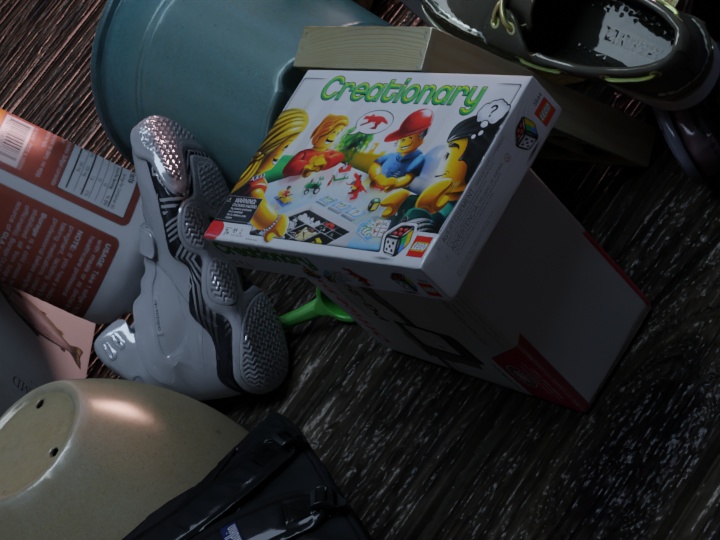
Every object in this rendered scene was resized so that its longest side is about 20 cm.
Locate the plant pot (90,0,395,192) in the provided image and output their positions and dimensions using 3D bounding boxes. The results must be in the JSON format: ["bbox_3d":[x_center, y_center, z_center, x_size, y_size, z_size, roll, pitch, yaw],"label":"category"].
[{"bbox_3d":[-0.059,-0.128,1.407,0.201,0.200,0.196,-49,42,-9],"label":"plant pot"}]

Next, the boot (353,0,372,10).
[{"bbox_3d":[-0.004,-0.294,1.522,0.072,0.200,0.156,23,69,21],"label":"boot"}]

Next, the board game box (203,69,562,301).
[{"bbox_3d":[0.008,-0.052,1.110,0.199,0.035,0.127,8,61,50],"label":"board game box"}]

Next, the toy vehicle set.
[{"bbox_3d":[0.072,-0.107,1.225,0.124,0.199,0.027,9,83,52],"label":"toy vehicle set"}]

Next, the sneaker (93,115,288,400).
[{"bbox_3d":[-0.135,0.004,1.339,0.114,0.202,0.075,-23,0,25],"label":"sneaker"}]

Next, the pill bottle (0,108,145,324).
[{"bbox_3d":[-0.209,-0.031,1.422,0.113,0.199,0.112,-60,11,20],"label":"pill bottle"}]

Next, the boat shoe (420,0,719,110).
[{"bbox_3d":[0.116,-0.152,1.171,0.200,0.060,0.073,22,87,29],"label":"boat shoe"}]

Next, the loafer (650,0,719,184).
[{"bbox_3d":[0.208,-0.133,1.225,0.063,0.072,0.201,-26,34,18],"label":"loafer"}]

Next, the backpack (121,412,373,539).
[{"bbox_3d":[-0.088,0.203,1.123,0.199,0.155,0.163,-27,37,-13],"label":"backpack"}]

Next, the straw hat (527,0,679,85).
[{"bbox_3d":[0.137,-0.211,1.252,0.199,0.085,0.203,-2,85,27],"label":"straw hat"}]

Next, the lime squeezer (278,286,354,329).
[{"bbox_3d":[0.000,0.000,1.327,0.199,0.038,0.071,-35,34,15],"label":"lime squeezer"}]

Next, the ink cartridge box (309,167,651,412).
[{"bbox_3d":[0.050,-0.005,1.179,0.199,0.145,0.084,14,67,52],"label":"ink cartridge box"}]

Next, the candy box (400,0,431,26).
[{"bbox_3d":[0.077,-0.292,1.435,0.201,0.167,0.071,-56,14,-17],"label":"candy box"}]

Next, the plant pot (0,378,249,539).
[{"bbox_3d":[-0.170,0.147,1.259,0.199,0.135,0.201,-27,37,23],"label":"plant pot"}]

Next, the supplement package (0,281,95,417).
[{"bbox_3d":[-0.282,0.052,1.497,0.117,0.117,0.201,-26,37,25],"label":"supplement package"}]
